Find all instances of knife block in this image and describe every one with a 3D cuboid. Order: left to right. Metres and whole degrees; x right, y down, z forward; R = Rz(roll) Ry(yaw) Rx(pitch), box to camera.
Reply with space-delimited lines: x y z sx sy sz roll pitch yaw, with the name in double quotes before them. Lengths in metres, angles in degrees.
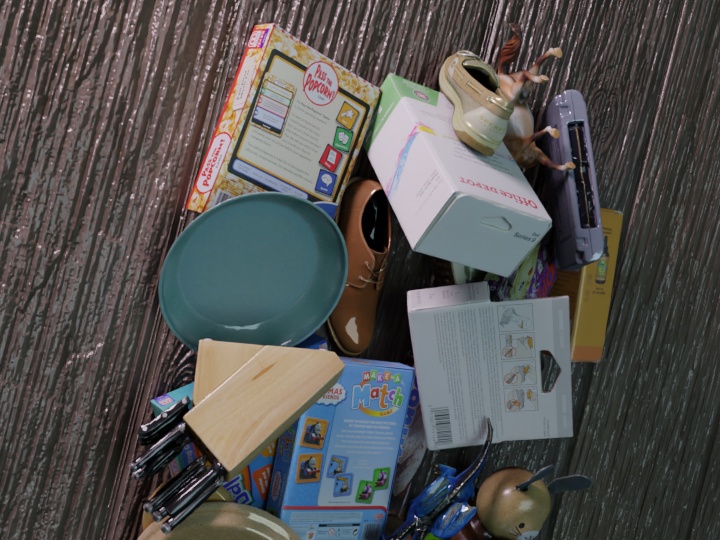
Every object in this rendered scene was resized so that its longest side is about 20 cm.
"knife block" -0.118 0.162 0.908 0.195 0.064 0.180 5 69 -9

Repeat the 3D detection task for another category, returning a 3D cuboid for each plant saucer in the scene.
"plant saucer" -0.110 0.002 0.962 0.196 0.036 0.203 -12 127 -16

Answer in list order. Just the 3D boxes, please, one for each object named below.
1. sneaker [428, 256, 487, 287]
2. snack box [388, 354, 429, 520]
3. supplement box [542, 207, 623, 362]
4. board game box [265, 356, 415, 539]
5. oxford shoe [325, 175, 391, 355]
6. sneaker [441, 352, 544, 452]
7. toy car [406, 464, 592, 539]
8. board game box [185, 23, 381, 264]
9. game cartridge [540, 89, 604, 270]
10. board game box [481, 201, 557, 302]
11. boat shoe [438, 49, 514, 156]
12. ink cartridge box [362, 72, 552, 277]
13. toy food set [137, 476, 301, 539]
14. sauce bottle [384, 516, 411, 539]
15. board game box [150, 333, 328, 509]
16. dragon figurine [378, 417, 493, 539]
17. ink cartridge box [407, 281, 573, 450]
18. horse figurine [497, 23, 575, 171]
"sneaker" 0.144 0.033 1.155 0.088 0.067 0.205 -19 106 -25
"snack box" 0.052 0.209 1.151 0.071 0.024 0.204 23 86 -34
"supplement box" 0.291 0.016 1.257 0.065 0.068 0.205 5 97 -35
"board game box" -0.022 0.198 1.038 0.149 0.036 0.205 10 93 -37
"oxford shoe" 0.000 0.000 1.052 0.070 0.071 0.205 -6 103 -34
"sneaker" 0.173 0.161 1.200 0.201 0.066 0.091 -51 119 -19
"toy car" 0.185 0.304 1.137 0.163 0.160 0.200 22 123 -43
"board game box" -0.077 -0.129 0.990 0.150 0.046 0.204 24 85 -35
"game cartridge" 0.257 -0.105 1.162 0.040 0.133 0.205 -6 85 -4
"board game box" 0.191 0.021 1.156 0.201 0.032 0.122 -53 145 -39
"boat shoe" 0.132 -0.200 1.038 0.072 0.202 0.064 27 120 -14
"ink cartridge box" 0.097 -0.102 1.017 0.143 0.202 0.088 13 126 -35
"toy food set" -0.144 0.309 0.966 0.196 0.049 0.201 21 114 -11
"sauce bottle" 0.015 0.397 1.130 0.065 0.066 0.204 9 106 -34
"board game box" -0.112 0.175 1.021 0.197 0.045 0.155 -22 111 -29
"dragon figurine" 0.092 0.260 1.054 0.200 0.099 0.059 -45 87 5
"ink cartridge box" 0.149 0.108 1.069 0.172 0.045 0.204 -6 122 6
"horse figurine" 0.193 -0.186 1.133 0.049 0.132 0.205 -9 91 -29
